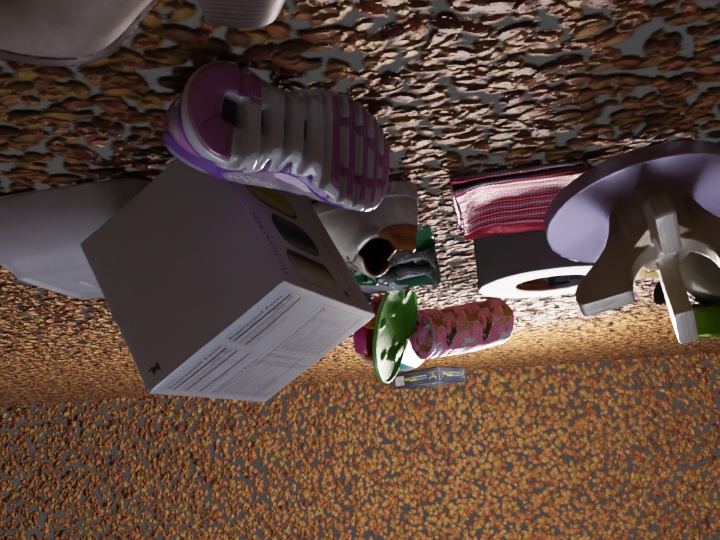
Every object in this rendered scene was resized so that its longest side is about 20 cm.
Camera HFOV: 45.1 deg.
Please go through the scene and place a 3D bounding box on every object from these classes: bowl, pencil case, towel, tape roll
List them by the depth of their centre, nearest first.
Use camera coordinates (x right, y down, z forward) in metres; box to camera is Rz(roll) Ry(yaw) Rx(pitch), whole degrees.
[{"bbox_3d":[-0.263,-0.023,0.884,0.195,0.077,0.200,-5,167,11],"label":"bowl"},{"bbox_3d":[0.172,-0.073,0.942,0.141,0.023,0.200,-7,167,9],"label":"towel"},{"bbox_3d":[0.248,-0.015,1.132,0.195,0.068,0.201,-5,167,-1],"label":"tape roll"},{"bbox_3d":[0.176,0.100,1.527,0.196,0.088,0.083,-9,153,-32],"label":"pencil case"}]

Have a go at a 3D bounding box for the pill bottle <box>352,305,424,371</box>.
[{"bbox_3d":[0.053,0.122,1.583,0.108,0.114,0.199,-8,168,18],"label":"pill bottle"}]

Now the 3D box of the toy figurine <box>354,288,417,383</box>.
[{"bbox_3d":[-0.021,0.082,1.414,0.180,0.154,0.200,6,-157,22],"label":"toy figurine"}]

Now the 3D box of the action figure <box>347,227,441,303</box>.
[{"bbox_3d":[0.000,0.000,1.095,0.195,0.056,0.119,-5,140,10],"label":"action figure"}]

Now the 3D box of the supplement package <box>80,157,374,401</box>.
[{"bbox_3d":[-0.112,0.010,0.785,0.150,0.153,0.199,-37,159,12],"label":"supplement package"}]

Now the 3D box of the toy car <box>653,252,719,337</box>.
[{"bbox_3d":[0.382,-0.016,0.997,0.154,0.169,0.200,-2,180,-13],"label":"toy car"}]

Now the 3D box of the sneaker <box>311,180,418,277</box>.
[{"bbox_3d":[-0.017,-0.030,0.918,0.072,0.087,0.198,3,167,-40],"label":"sneaker"}]

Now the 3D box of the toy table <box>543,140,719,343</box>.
[{"bbox_3d":[0.282,-0.029,0.825,0.197,0.119,0.184,-26,131,22],"label":"toy table"}]

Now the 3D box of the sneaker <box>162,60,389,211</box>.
[{"bbox_3d":[-0.063,-0.093,0.644,0.197,0.083,0.087,13,166,-42],"label":"sneaker"}]

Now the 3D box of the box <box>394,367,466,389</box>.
[{"bbox_3d":[0.234,0.364,2.927,0.197,0.052,0.156,-15,165,39],"label":"box"}]

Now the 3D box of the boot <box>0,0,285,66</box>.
[{"bbox_3d":[-0.110,-0.156,0.364,0.194,0.072,0.147,-5,162,-4],"label":"boot"}]

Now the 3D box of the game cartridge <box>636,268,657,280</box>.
[{"bbox_3d":[0.406,-0.020,1.267,0.173,0.033,0.198,-13,163,36],"label":"game cartridge"}]

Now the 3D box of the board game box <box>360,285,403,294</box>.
[{"bbox_3d":[-0.040,0.009,1.231,0.194,0.027,0.200,-6,168,4],"label":"board game box"}]
